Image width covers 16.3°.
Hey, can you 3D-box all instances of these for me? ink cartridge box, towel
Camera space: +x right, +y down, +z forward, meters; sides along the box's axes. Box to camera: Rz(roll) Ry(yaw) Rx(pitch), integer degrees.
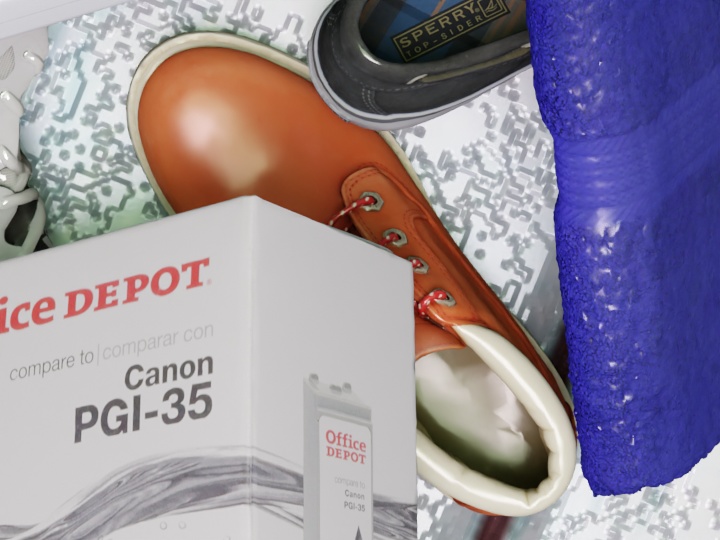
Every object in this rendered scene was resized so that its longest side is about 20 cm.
[{"bbox_3d":[-0.063,0.093,0.732,0.146,0.083,0.200,-14,68,34],"label":"ink cartridge box"},{"bbox_3d":[0.097,-0.047,0.775,0.050,0.148,0.200,13,125,36],"label":"towel"}]

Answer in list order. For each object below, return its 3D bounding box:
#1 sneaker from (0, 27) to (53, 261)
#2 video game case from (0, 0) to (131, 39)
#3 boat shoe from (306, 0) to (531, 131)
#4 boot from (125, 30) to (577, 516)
[{"bbox_3d":[-0.125,-0.050,0.834,0.115,0.076,0.201,41,89,-21],"label":"sneaker"},{"bbox_3d":[-0.117,-0.146,0.787,0.200,0.022,0.182,-17,55,0],"label":"video game case"},{"bbox_3d":[0.074,-0.108,0.815,0.200,0.057,0.069,-33,87,-11],"label":"boat shoe"},{"bbox_3d":[0.000,0.000,0.812,0.075,0.107,0.200,-44,92,3],"label":"boot"}]
